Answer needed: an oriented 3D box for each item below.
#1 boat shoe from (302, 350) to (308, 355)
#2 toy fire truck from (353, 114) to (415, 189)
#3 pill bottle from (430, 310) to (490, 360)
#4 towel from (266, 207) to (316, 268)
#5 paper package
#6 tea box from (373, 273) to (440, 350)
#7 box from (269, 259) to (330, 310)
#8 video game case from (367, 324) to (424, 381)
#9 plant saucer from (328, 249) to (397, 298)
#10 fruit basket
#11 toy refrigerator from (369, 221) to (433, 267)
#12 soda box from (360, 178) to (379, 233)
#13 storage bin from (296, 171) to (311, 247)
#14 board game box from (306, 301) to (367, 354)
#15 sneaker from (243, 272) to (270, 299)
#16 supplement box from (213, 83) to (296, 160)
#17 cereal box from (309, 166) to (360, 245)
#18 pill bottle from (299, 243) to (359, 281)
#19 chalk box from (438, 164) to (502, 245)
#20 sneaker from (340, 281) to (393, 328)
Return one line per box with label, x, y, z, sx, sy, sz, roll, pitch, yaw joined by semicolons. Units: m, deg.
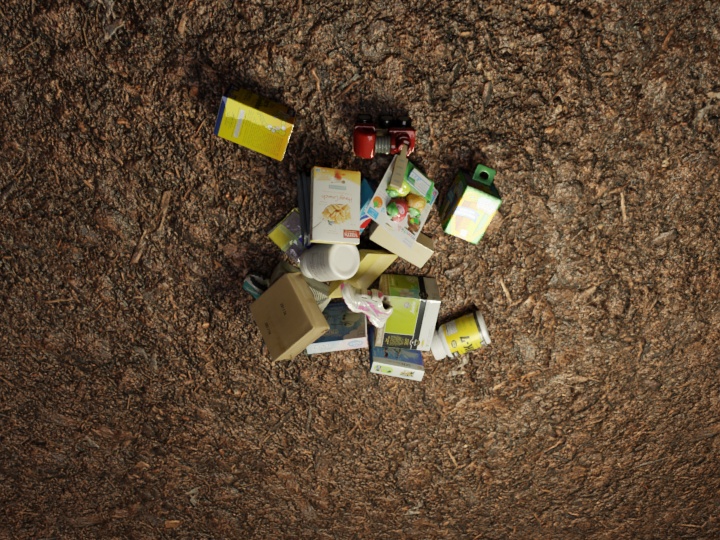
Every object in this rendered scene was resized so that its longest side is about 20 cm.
boat shoe;-0.116;0.235;1.966;0.197;0.061;0.076;-32;118;18
toy fire truck;0.065;-0.323;1.537;0.169;0.202;0.132;2;123;-2
pill bottle;0.335;0.225;1.938;0.195;0.116;0.116;-23;121;14
towel;-0.186;-0.091;1.784;0.142;0.023;0.201;-34;117;18
paper package;-0.221;0.142;1.739;0.189;0.103;0.203;-38;71;19
tea box;0.147;0.137;1.866;0.189;0.135;0.206;6;122;-5
box;-0.194;0.055;1.847;0.196;0.069;0.083;28;118;-18
video game case;0.116;0.272;1.911;0.175;0.202;0.047;12;121;-9
plant saucer;0.000;0.000;1.779;0.200;0.198;0.049;-47;68;23
fruit basket;0.126;-0.197;1.629;0.183;0.204;0.093;35;159;-21
toy refrigerator;0.127;-0.098;1.760;0.196;0.071;0.076;28;125;-17
soda box;-0.009;-0.170;1.699;0.063;0.069;0.202;9;128;-43
storage bin;-0.112;-0.177;1.650;0.129;0.145;0.208;-4;86;-9
board game box;-0.076;0.179;1.850;0.192;0.202;0.045;-7;124;3
sneaker;-0.299;0.081;1.873;0.198;0.079;0.079;38;134;-17
supplement box;-0.282;-0.401;1.536;0.194;0.110;0.112;19;121;-13
cereal box;-0.070;-0.177;1.578;0.139;0.039;0.208;2;83;-21
pill bottle;-0.099;-0.027;1.696;0.114;0.116;0.197;44;154;-25
chalk box;0.327;-0.206;1.661;0.121;0.125;0.204;17;121;-12
sneaker;0.023;0.086;1.722;0.198;0.083;0.088;34;116;-29
